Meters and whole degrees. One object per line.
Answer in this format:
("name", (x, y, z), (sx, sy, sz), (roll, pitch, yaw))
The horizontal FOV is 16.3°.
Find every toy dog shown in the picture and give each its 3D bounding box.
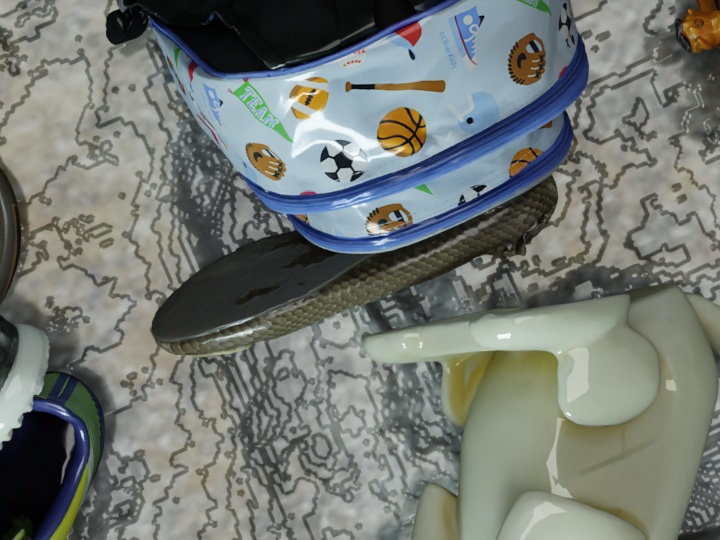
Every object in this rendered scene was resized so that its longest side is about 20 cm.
("toy dog", (0.101, 0.113, 1.145), (0.194, 0.140, 0.200), (-8, 89, -38))

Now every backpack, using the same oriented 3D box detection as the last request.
("backpack", (0.008, -0.095, 1.098), (0.200, 0.191, 0.154), (-31, 108, -1))

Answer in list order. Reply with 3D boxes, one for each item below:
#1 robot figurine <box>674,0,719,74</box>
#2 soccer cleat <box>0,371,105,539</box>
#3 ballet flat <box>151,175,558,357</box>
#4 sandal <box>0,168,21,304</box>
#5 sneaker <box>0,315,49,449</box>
("robot figurine", (0.243, -0.123, 1.154), (0.200, 0.058, 0.145), (-12, 59, 0))
("soccer cleat", (-0.172, 0.140, 1.148), (0.065, 0.084, 0.200), (20, 90, -2))
("ballet flat", (0.000, 0.000, 1.169), (0.200, 0.067, 0.046), (-24, 124, -4))
("sandal", (-0.236, 0.026, 1.159), (0.200, 0.055, 0.082), (-40, 92, -1))
("sneaker", (-0.235, 0.083, 1.124), (0.099, 0.070, 0.200), (31, 105, -30))
